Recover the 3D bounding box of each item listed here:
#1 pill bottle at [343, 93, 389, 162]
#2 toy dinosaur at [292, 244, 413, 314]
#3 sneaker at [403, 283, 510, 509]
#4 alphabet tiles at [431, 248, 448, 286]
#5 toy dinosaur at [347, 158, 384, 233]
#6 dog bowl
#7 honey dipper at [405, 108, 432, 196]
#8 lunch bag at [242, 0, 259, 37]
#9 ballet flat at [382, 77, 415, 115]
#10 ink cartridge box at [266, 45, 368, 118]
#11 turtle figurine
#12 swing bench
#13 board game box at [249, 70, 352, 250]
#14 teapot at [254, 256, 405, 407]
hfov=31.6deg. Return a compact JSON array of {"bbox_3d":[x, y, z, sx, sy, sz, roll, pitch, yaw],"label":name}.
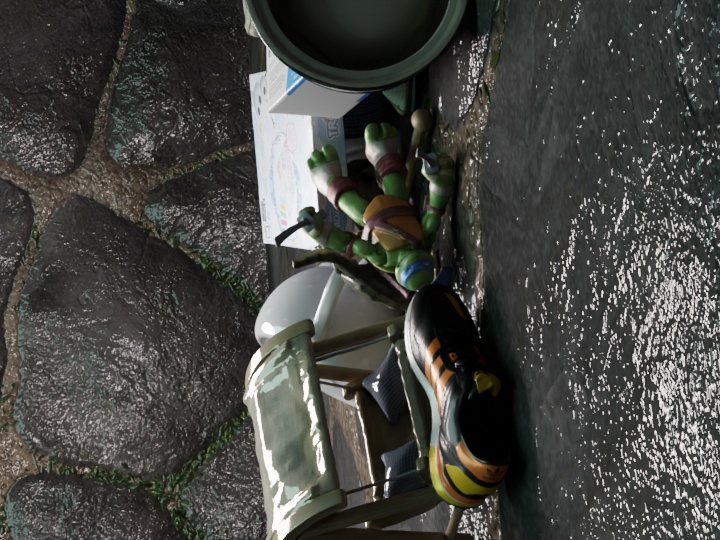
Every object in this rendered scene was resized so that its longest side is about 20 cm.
[{"bbox_3d":[-0.020,-0.214,1.488,0.112,0.109,0.202,-103,13,-47],"label":"pill bottle"},{"bbox_3d":[0.000,0.000,1.276,0.048,0.199,0.089,-49,39,18],"label":"toy dinosaur"},{"bbox_3d":[0.091,0.092,1.073,0.090,0.069,0.203,128,139,-54],"label":"sneaker"},{"bbox_3d":[0.080,0.090,1.297,0.167,0.006,0.203,108,158,-65],"label":"alphabet tiles"},{"bbox_3d":[0.008,-0.097,1.440,0.201,0.101,0.078,115,141,-52],"label":"toy dinosaur"},{"bbox_3d":[-0.003,-0.247,1.119,0.074,0.197,0.203,98,167,-82],"label":"dog bowl"},{"bbox_3d":[0.049,-0.096,1.342,0.201,0.037,0.038,102,163,-49],"label":"honey dipper"},{"bbox_3d":[-0.098,-0.447,1.819,0.200,0.137,0.170,120,145,-73],"label":"lunch bag"},{"bbox_3d":[0.030,-0.237,1.286,0.201,0.070,0.070,99,167,-54],"label":"ballet flat"},{"bbox_3d":[-0.037,-0.266,1.238,0.146,0.083,0.203,158,113,-69],"label":"ink cartridge box"},{"bbox_3d":[0.011,-0.082,1.211,0.144,0.199,0.195,-49,36,16],"label":"turtle figurine"},{"bbox_3d":[-0.001,0.154,1.180,0.131,0.197,0.201,100,162,-49],"label":"swing bench"},{"bbox_3d":[-0.069,-0.127,1.427,0.199,0.043,0.203,-168,73,-68],"label":"board game box"},{"bbox_3d":[-0.017,0.056,1.466,0.199,0.197,0.147,11,65,56],"label":"teapot"}]
